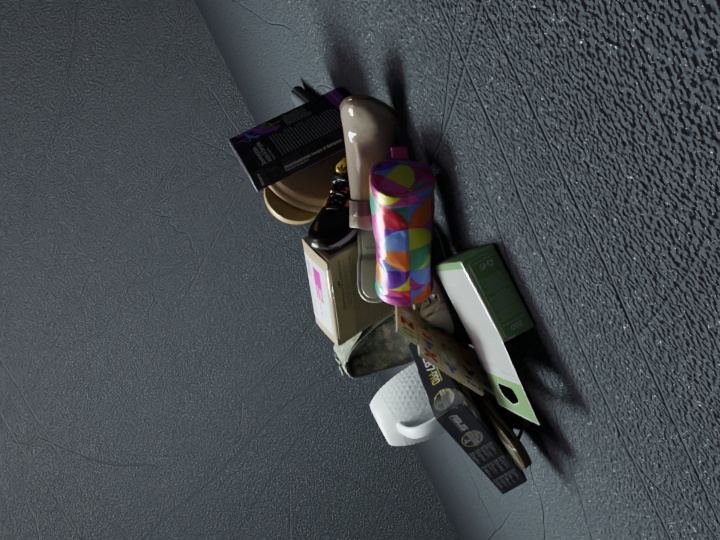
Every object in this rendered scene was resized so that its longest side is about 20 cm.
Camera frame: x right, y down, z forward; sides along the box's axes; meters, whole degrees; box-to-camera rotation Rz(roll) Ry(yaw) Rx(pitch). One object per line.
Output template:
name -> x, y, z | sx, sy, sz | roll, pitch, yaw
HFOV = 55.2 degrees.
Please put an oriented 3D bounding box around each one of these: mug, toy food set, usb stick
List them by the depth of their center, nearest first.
toy food set -> -0.075, -0.170, 1.127 | 0.201, 0.197, 0.049 | 69, 152, 22
usb stick -> -0.094, -0.316, 1.343 | 0.056, 0.032, 0.200 | 65, 173, -32
mug -> 0.120, 0.269, 1.348 | 0.148, 0.175, 0.200 | 64, 173, -11

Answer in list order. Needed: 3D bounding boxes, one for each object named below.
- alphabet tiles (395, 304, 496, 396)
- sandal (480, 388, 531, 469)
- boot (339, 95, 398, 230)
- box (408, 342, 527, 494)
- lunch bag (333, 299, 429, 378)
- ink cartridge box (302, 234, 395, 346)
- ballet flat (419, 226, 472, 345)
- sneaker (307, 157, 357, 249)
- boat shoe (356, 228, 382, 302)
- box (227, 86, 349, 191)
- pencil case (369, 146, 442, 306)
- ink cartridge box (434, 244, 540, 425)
alphabet tiles -> 0.118, 0.104, 0.959 | 0.166, 0.006, 0.200 | 33, -166, -7
sandal -> 0.209, 0.200, 0.965 | 0.082, 0.054, 0.200 | 57, -171, -9
boot -> 0.009, -0.126, 0.881 | 0.200, 0.070, 0.147 | 15, -98, -77
box -> 0.152, 0.202, 0.989 | 0.200, 0.049, 0.161 | 50, -166, -30
lunch bag -> 0.038, 0.123, 1.309 | 0.118, 0.199, 0.164 | 63, 174, -9
ink cartridge box -> 0.000, 0.000, 1.116 | 0.075, 0.164, 0.201 | 42, 151, 36
ballet flat -> 0.108, 0.032, 0.985 | 0.201, 0.068, 0.068 | 64, 172, -12
sneaker -> -0.027, -0.116, 1.023 | 0.070, 0.200, 0.090 | 7, 132, 31
boat shoe -> 0.039, -0.053, 1.006 | 0.066, 0.074, 0.201 | 7, -97, -67
box -> -0.089, -0.201, 1.031 | 0.143, 0.199, 0.036 | 55, 168, 52
pencil case -> 0.054, -0.048, 0.864 | 0.089, 0.088, 0.201 | -124, 23, -43
ink cartridge box -> 0.162, 0.072, 0.820 | 0.201, 0.048, 0.146 | 63, 173, -1
